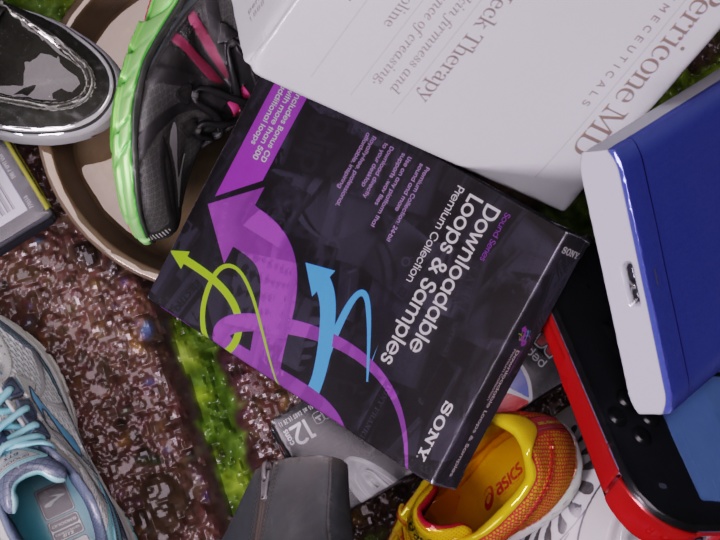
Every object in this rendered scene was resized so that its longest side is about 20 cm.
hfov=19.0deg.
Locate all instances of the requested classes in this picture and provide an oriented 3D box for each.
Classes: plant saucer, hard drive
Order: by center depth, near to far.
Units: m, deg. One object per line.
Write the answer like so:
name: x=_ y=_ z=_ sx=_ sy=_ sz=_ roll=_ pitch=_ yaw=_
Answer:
hard drive: x=0.181 y=-0.027 z=1.092 sx=0.025 sy=0.200 sz=0.133 roll=-3 pitch=108 yaw=37
plant saucer: x=-0.080 y=-0.086 z=1.198 sx=0.198 sy=0.029 sz=0.202 roll=0 pitch=82 yaw=-2

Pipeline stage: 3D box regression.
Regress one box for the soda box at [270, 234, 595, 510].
soda box: x=0.051 y=0.060 z=1.157 sx=0.199 sy=0.071 sz=0.064 roll=-31 pitch=84 yaw=-6

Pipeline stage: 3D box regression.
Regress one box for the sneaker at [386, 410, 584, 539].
sneaker: x=0.032 y=0.149 z=1.122 sx=0.073 sy=0.077 sz=0.201 roll=43 pitch=105 yaw=34

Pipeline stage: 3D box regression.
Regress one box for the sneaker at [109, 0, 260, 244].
sneaker: x=-0.079 y=-0.108 z=1.149 sx=0.083 sy=0.077 sz=0.201 roll=18 pitch=83 yaw=5

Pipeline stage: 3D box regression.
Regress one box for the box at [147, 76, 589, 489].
box: x=0.000 y=0.000 z=1.100 sx=0.199 sy=0.036 sz=0.144 roll=30 pitch=96 yaw=26

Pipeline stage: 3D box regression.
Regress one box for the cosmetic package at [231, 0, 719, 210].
cosmetic package: x=0.056 y=-0.170 z=1.075 sx=0.199 sy=0.167 sz=0.168 roll=22 pitch=123 yaw=-29

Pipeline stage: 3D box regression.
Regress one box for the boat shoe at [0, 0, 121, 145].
boat shoe: x=-0.224 y=-0.121 z=1.155 sx=0.199 sy=0.064 sz=0.071 roll=18 pitch=82 yaw=2

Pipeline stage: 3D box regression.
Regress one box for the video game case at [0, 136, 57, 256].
video game case: x=-0.298 y=-0.053 z=1.190 sx=0.199 sy=0.026 sz=0.181 roll=-32 pitch=84 yaw=-5

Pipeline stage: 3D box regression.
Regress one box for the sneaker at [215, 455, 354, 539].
sneaker: x=-0.062 y=0.172 z=1.109 sx=0.074 sy=0.199 sz=0.107 roll=21 pitch=54 yaw=-36

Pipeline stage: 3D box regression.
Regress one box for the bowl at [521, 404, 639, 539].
bowl: x=0.171 y=0.151 z=1.136 sx=0.199 sy=0.094 sz=0.202 roll=0 pitch=81 yaw=-1

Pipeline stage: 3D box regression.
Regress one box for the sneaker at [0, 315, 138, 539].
sneaker: x=-0.177 y=0.095 z=1.140 sx=0.077 sy=0.086 sz=0.201 roll=-35 pitch=84 yaw=-7

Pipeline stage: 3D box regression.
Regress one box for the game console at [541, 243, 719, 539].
game console: x=0.186 y=0.061 z=1.105 sx=0.199 sy=0.031 sz=0.178 roll=5 pitch=54 yaw=-34
